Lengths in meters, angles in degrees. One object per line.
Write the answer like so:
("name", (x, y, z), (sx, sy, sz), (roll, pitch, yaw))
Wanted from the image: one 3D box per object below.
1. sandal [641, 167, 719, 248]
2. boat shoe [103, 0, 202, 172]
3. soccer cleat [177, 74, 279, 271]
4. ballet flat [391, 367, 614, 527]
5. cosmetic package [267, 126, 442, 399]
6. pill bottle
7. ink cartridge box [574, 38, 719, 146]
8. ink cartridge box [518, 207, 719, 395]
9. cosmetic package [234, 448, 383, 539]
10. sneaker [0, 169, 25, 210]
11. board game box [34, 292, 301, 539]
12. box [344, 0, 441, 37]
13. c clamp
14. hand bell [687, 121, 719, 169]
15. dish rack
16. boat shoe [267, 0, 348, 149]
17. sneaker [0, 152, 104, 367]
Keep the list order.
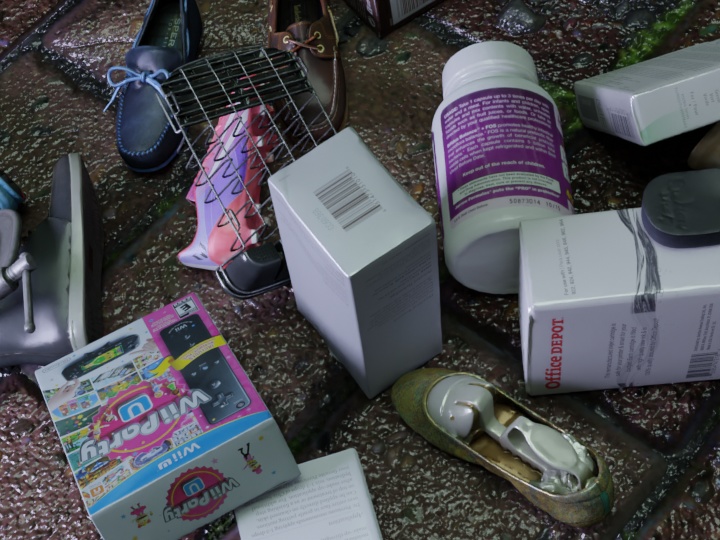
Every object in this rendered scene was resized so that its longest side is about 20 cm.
("sandal", (0.303, -0.058, 1.000), (0.199, 0.043, 0.076), (-13, 57, -3))
("boat shoe", (-0.196, -0.186, 1.292), (0.084, 0.069, 0.201), (-3, 58, 5))
("soccer cleat", (-0.117, -0.090, 1.229), (0.076, 0.067, 0.201), (-4, 61, 9))
("ballet flat", (0.108, 0.122, 1.068), (0.200, 0.071, 0.071), (33, 67, 24))
("cosmetic package", (0.000, 0.000, 1.078), (0.081, 0.200, 0.113), (-33, 63, -13))
("pill bottle", (0.118, -0.091, 1.171), (0.112, 0.112, 0.201), (-5, 58, 3))
("ink cartridge box", (0.298, -0.162, 1.178), (0.199, 0.161, 0.050), (-16, 103, -5))
("ink cartridge box", (0.222, 0.022, 1.070), (0.199, 0.146, 0.084), (-5, 58, 3))
("cosmetic package", (-0.021, 0.241, 1.006), (0.101, 0.071, 0.200), (-16, 57, -2))
("sneaker", (-0.403, -0.084, 1.241), (0.200, 0.079, 0.096), (28, 78, 14))
("board game box", (-0.151, 0.114, 1.062), (0.147, 0.064, 0.200), (-28, 36, -10))
("box", (0.000, -0.330, 1.357), (0.100, 0.075, 0.200), (-33, 59, -13))
("c clamp", (-0.338, 0.025, 1.145), (0.200, 0.027, 0.171), (-30, 41, 22))
("hand bell", (0.374, -0.049, 1.144), (0.104, 0.104, 0.200), (-34, 72, -14))
("dish rack", (-0.080, -0.090, 1.167), (0.153, 0.055, 0.200), (-20, 76, -33))
("boat shoe", (-0.055, -0.207, 1.290), (0.070, 0.070, 0.200), (-11, 59, -1))
("sneaker", (-0.279, -0.012, 1.190), (0.106, 0.075, 0.201), (-7, 59, 3))
